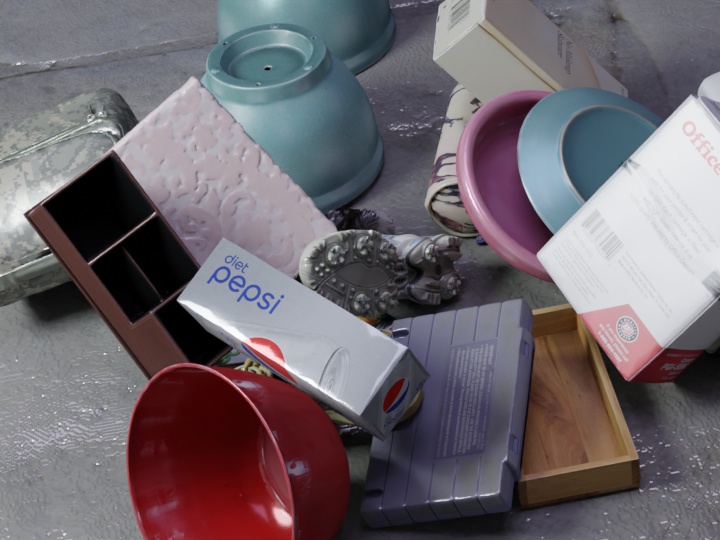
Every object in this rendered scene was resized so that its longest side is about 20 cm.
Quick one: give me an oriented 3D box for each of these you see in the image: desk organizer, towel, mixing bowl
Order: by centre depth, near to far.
[{"bbox_3d":[-0.080,0.161,1.471,0.108,0.200,0.200,-12,32,-42],"label":"mixing bowl"},{"bbox_3d":[-0.188,0.003,1.600,0.072,0.200,0.077,-40,5,-32],"label":"desk organizer"},{"bbox_3d":[-0.151,-0.041,1.680,0.191,0.200,0.032,-43,11,-6],"label":"towel"}]

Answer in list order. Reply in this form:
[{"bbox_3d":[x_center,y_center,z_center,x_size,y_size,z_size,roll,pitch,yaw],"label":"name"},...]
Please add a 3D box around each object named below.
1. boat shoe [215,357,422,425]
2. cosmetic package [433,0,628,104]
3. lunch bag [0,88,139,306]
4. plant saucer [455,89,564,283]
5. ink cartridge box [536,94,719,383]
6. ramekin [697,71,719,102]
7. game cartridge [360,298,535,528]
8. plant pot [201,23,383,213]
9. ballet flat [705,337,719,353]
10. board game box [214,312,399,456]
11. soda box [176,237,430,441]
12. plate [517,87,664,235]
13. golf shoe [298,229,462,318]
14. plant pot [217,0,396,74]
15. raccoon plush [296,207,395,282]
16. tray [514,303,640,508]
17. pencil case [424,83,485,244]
[{"bbox_3d":[-0.049,0.089,1.566,0.200,0.063,0.073,-5,42,16],"label":"boat shoe"},{"bbox_3d":[0.166,-0.188,1.818,0.073,0.200,0.104,-38,27,31],"label":"cosmetic package"},{"bbox_3d":[-0.278,-0.058,1.770,0.200,0.139,0.168,-21,38,4],"label":"lunch bag"},{"bbox_3d":[0.173,-0.069,1.728,0.200,0.051,0.201,12,58,-19],"label":"plant saucer"},{"bbox_3d":[0.268,-0.024,1.569,0.083,0.200,0.147,6,44,-52],"label":"ink cartridge box"},{"bbox_3d":[0.368,-0.095,1.671,0.098,0.201,0.201,-16,39,3],"label":"ramekin"},{"bbox_3d":[0.076,0.117,1.551,0.129,0.038,0.200,-7,48,22],"label":"game cartridge"},{"bbox_3d":[-0.083,-0.159,1.875,0.200,0.134,0.200,-5,39,4],"label":"plant pot"},{"bbox_3d":[0.326,0.048,1.607,0.200,0.070,0.069,20,47,32],"label":"ballet flat"},{"bbox_3d":[-0.062,0.090,1.653,0.200,0.035,0.126,-36,46,-29],"label":"board game box"},{"bbox_3d":[-0.047,0.054,1.504,0.200,0.063,0.068,31,79,29],"label":"soda box"},{"bbox_3d":[0.236,-0.088,1.723,0.200,0.026,0.200,12,57,-20],"label":"plate"},{"bbox_3d":[0.000,0.000,1.684,0.097,0.078,0.200,7,3,41],"label":"golf shoe"},{"bbox_3d":[-0.068,-0.310,2.064,0.200,0.134,0.200,-6,39,5],"label":"plant pot"},{"bbox_3d":[-0.085,-0.034,1.799,0.200,0.097,0.134,3,17,-30],"label":"raccoon plush"},{"bbox_3d":[0.161,0.110,1.584,0.098,0.037,0.200,-11,38,-1],"label":"tray"},{"bbox_3d":[0.119,-0.115,1.834,0.089,0.078,0.200,12,41,1],"label":"pencil case"}]
